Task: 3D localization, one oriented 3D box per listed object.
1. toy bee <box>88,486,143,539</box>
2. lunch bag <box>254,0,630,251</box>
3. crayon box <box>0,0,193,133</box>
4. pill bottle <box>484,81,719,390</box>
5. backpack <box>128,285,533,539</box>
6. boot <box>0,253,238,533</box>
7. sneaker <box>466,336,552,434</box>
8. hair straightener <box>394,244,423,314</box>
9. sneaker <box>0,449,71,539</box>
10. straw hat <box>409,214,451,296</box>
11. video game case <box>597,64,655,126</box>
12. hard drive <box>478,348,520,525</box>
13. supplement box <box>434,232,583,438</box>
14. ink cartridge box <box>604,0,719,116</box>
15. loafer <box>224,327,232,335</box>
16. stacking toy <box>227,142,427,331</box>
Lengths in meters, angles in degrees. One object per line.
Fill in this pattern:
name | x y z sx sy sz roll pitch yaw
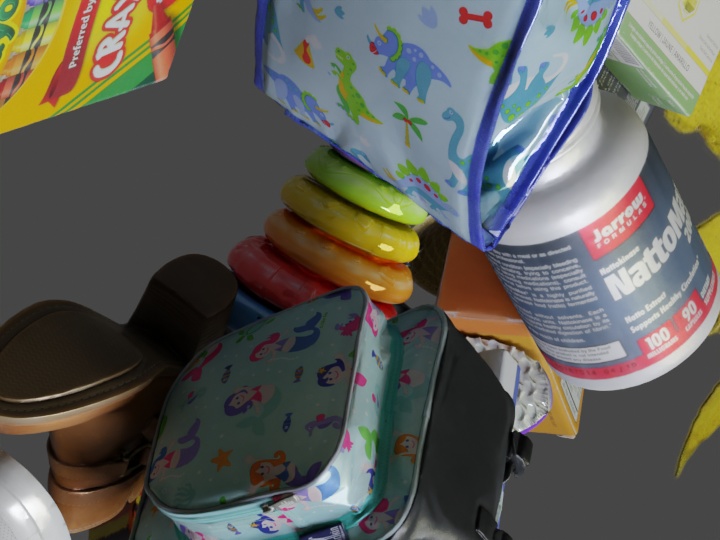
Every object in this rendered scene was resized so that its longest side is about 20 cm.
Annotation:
toy bee | -0.102 0.150 1.806 0.130 0.109 0.200 -18 157 6
lunch bag | 0.037 -0.132 1.552 0.127 0.170 0.201 -25 144 -47
crayon box | -0.148 -0.129 1.354 0.200 0.051 0.127 -24 144 -49
pill bottle | 0.126 -0.037 1.767 0.120 0.119 0.200 -45 128 -17
backpack | -0.032 0.116 1.595 0.199 0.151 0.178 -25 -145 32
boot | -0.151 0.086 1.637 0.199 0.074 0.155 -23 147 -46
sneaker | 0.027 0.092 1.907 0.199 0.070 0.100 -12 168 8
hair straightener | 0.000 0.000 1.857 0.077 0.041 0.200 -51 153 -4
sneaker | -0.221 0.181 1.620 0.115 0.074 0.200 -41 162 -29
straw hat | 0.123 -0.045 1.941 0.201 0.199 0.086 71 18 -63
video game case | 0.160 -0.173 1.832 0.144 0.019 0.200 -64 150 -18
hard drive | 0.018 0.143 1.659 0.025 0.131 0.201 47 39 -37
supplement box | 0.100 0.043 1.943 0.200 0.066 0.069 67 31 -61
ink cartridge box | 0.196 -0.212 1.809 0.201 0.048 0.145 -66 151 -7
loafer | -0.036 0.091 1.803 0.063 0.072 0.201 -31 129 -8
stacking toy | 0.002 -0.046 1.706 0.110 0.116 0.201 6 111 -64
